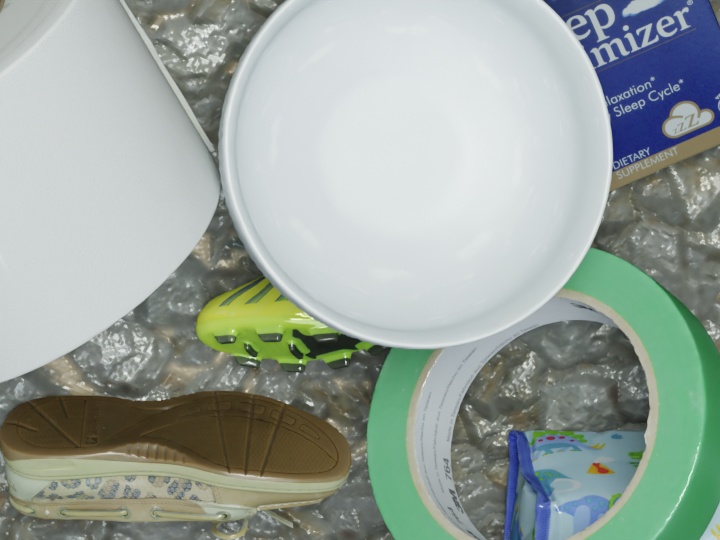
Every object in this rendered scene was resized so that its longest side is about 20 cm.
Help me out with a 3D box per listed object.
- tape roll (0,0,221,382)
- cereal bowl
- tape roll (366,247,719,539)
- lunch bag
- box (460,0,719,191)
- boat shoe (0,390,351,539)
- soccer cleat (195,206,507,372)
[{"bbox_3d":[-0.188,-0.056,1.210,0.202,0.203,0.139,-26,119,10],"label":"tape roll"},{"bbox_3d":[0.023,-0.060,1.243,0.199,0.083,0.201,0,92,-11],"label":"cereal bowl"},{"bbox_3d":[0.101,0.087,1.318,0.200,0.201,0.048,-36,148,15],"label":"tape roll"},{"bbox_3d":[0.170,0.197,1.426,0.169,0.128,0.201,-1,110,-4],"label":"lunch bag"},{"bbox_3d":[0.121,-0.137,1.286,0.121,0.032,0.200,-23,118,9],"label":"box"},{"bbox_3d":[-0.104,0.113,1.392,0.199,0.073,0.063,5,126,5],"label":"boat shoe"},{"bbox_3d":[0.001,0.000,1.343,0.200,0.084,0.065,-16,154,22],"label":"soccer cleat"}]
